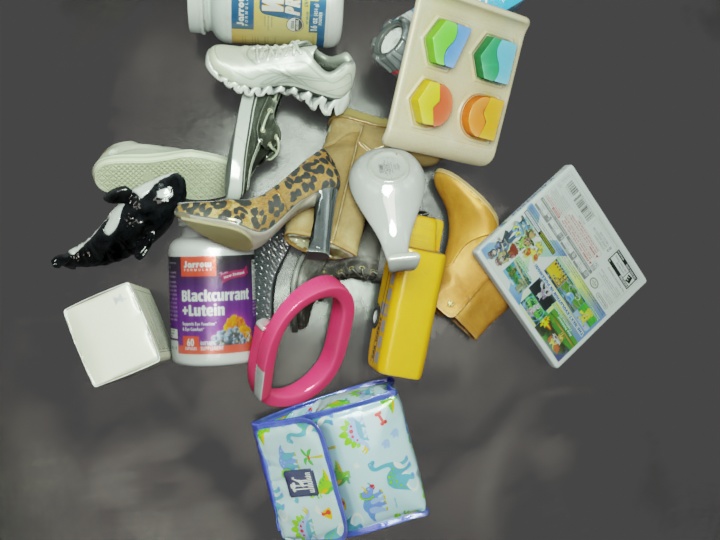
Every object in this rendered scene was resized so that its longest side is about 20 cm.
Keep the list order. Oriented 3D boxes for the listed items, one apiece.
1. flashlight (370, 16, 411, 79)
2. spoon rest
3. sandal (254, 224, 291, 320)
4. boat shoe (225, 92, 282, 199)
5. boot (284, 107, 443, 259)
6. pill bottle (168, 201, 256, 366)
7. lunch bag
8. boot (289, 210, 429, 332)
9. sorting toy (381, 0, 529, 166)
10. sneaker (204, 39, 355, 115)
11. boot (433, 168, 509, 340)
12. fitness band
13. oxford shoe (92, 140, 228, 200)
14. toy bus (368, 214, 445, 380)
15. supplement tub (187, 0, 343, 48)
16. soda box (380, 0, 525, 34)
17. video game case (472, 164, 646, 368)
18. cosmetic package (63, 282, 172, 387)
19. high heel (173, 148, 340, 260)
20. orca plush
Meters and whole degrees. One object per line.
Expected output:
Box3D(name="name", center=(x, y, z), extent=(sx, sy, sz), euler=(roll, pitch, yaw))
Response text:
Box3D(name="flashlight", center=(0.100, -0.249, 1.420), extent=(0.067, 0.069, 0.199), euler=(-36, 132, 27))
Box3D(name="spoon rest", center=(0.038, -0.075, 1.344), extent=(0.097, 0.061, 0.202), euler=(-4, 51, -4))
Box3D(name="sandal", center=(-0.134, -0.007, 1.448), extent=(0.075, 0.043, 0.204), euler=(15, 96, 4))
Box3D(name="boat shoe", center=(-0.133, -0.177, 1.410), extent=(0.063, 0.071, 0.203), euler=(13, 61, -9))
Box3D(name="boot", center=(0.010, -0.103, 1.415), extent=(0.172, 0.066, 0.203), euler=(13, 62, 8))
Box3D(name="pill bottle", center=(-0.188, 0.015, 1.379), extent=(0.109, 0.111, 0.204), euler=(-2, 92, -5))
Box3D(name="lunch bag", center=(-0.027, 0.249, 1.399), extent=(0.196, 0.127, 0.173), euler=(-15, 94, 1))
Box3D(name="boot", center=(0.000, 0.000, 1.440), extent=(0.171, 0.069, 0.204), euler=(15, 84, -3))
Box3D(name="sorting toy", center=(0.127, -0.240, 1.379), extent=(0.183, 0.036, 0.203), euler=(7, 105, -36))
Box3D(name="sneaker", center=(-0.100, -0.264, 1.395), extent=(0.196, 0.082, 0.076), euler=(9, 49, -17))
Box3D(name="boot", center=(0.129, -0.019, 1.447), extent=(0.144, 0.071, 0.202), euler=(-44, 97, -10))
Box3D(name="fitness band", center=(-0.075, 0.094, 1.379), extent=(0.142, 0.202, 0.037), euler=(-20, 48, -37))
Box3D(name="oxford shoe", center=(-0.252, -0.136, 1.430), extent=(0.196, 0.058, 0.076), euler=(1, 127, -15))
Box3D(name="toy bus", center=(0.061, 0.030, 1.389), extent=(0.064, 0.078, 0.204), euler=(11, 94, -14))
Box3D(name="supplement tub", center=(-0.121, -0.366, 1.410), extent=(0.196, 0.145, 0.148), euler=(1, 87, -4))
Box3D(name="soda box", center=(0.126, -0.343, 1.469), extent=(0.198, 0.064, 0.068), euler=(-32, 90, -6))
Box3D(name="video game case", center=(0.268, -0.005, 1.451), extent=(0.182, 0.022, 0.201), euler=(-41, 106, -13))
Box3D(name="cosmetic package", center=(-0.293, 0.080, 1.346), extent=(0.086, 0.200, 0.105), euler=(-22, 87, -6))
Box3D(name="high heel", center=(-0.123, -0.098, 1.330), extent=(0.196, 0.071, 0.145), euler=(12, 67, -14))
Box3D(name="orca plush", center=(-0.302, -0.045, 1.392), extent=(0.197, 0.106, 0.072), euler=(-25, 50, -5))
